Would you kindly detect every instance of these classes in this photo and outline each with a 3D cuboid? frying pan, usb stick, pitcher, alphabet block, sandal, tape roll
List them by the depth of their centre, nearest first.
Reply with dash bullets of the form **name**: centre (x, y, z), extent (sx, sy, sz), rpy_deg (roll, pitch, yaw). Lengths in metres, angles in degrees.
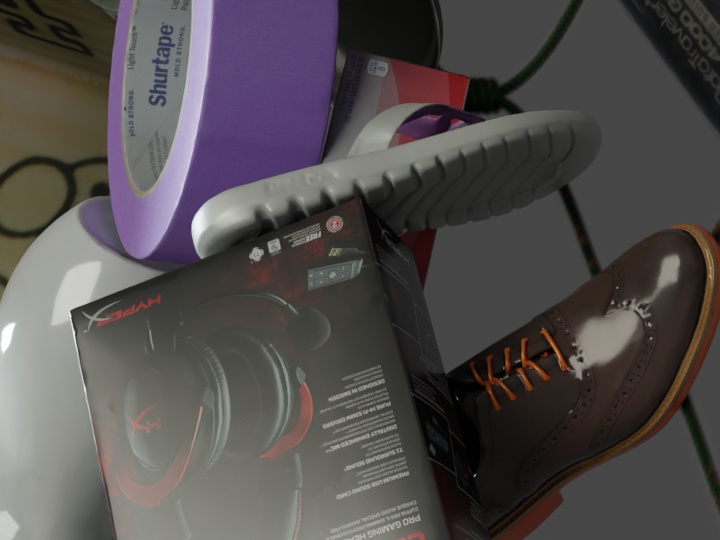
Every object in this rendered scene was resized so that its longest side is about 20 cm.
- **usb stick**: centre (0.163, -0.097, 1.025), extent (0.055, 0.033, 0.200), rpy_deg (-56, 45, 29)
- **sandal**: centre (0.017, -0.051, 1.047), extent (0.082, 0.202, 0.050), rpy_deg (118, 134, -60)
- **tape roll**: centre (-0.073, -0.102, 1.160), extent (0.200, 0.066, 0.200), rpy_deg (-175, 90, -72)
- **frying pan**: centre (-0.001, -0.165, 1.164), extent (0.115, 0.031, 0.190), rpy_deg (20, 124, 35)
- **pitcher**: centre (-0.154, 0.051, 1.271), extent (0.200, 0.121, 0.172), rpy_deg (-67, 26, 25)
- **alphabet block**: centre (-0.257, -0.087, 1.348), extent (0.195, 0.200, 0.196), rpy_deg (-57, 45, 18)

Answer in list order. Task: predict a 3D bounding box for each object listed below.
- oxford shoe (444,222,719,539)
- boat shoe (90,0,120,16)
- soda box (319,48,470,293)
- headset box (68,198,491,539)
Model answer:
- **oxford shoe**: centre (0.085, 0.054, 1.033), extent (0.200, 0.072, 0.071), rpy_deg (-51, 47, 24)
- **boat shoe**: centre (-0.149, -0.192, 1.367), extent (0.074, 0.065, 0.202), rpy_deg (-56, 42, 3)
- **soda box**: centre (0.000, 0.000, 1.113), extent (0.070, 0.063, 0.200), rpy_deg (114, 169, -78)
- **headset box**: centre (-0.031, 0.091, 1.001), extent (0.148, 0.075, 0.200), rpy_deg (-20, 65, 13)
